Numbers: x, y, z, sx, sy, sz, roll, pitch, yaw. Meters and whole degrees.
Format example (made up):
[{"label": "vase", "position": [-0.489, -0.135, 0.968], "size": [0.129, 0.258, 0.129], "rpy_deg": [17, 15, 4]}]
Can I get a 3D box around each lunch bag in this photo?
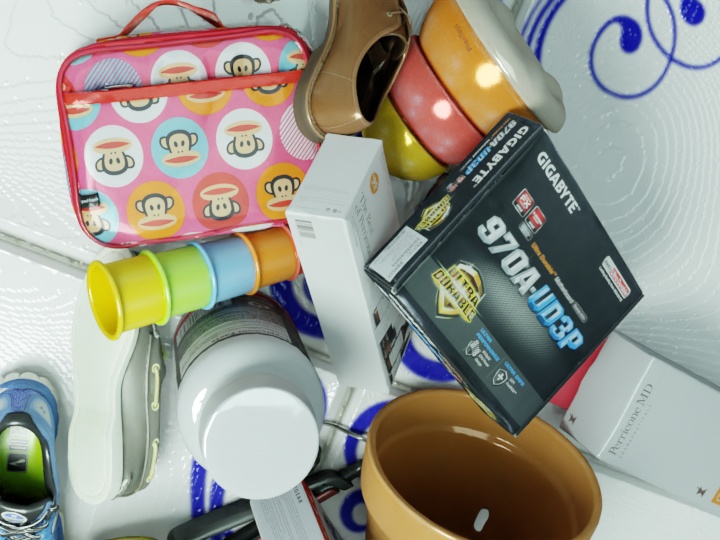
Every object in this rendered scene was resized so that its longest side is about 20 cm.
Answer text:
[{"label": "lunch bag", "position": [-0.129, -0.116, 0.816], "size": [0.197, 0.082, 0.179], "rpy_deg": [-9, 102, -12]}]

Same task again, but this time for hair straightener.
[{"label": "hair straightener", "position": [-0.077, 0.189, 0.918], "size": [0.198, 0.041, 0.078], "rpy_deg": [-26, 108, -4]}]

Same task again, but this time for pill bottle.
[{"label": "pill bottle", "position": [-0.086, 0.091, 0.808], "size": [0.109, 0.200, 0.113], "rpy_deg": [-3, 106, -11]}]

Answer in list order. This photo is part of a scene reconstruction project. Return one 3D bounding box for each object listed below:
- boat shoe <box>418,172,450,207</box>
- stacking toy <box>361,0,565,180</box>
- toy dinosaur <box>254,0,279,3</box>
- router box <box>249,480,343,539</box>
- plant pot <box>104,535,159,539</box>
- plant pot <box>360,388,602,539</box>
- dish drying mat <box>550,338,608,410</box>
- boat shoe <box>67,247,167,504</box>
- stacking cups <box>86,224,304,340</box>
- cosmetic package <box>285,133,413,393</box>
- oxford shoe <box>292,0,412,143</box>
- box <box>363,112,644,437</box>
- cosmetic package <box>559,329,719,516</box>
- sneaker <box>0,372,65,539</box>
[{"label": "boat shoe", "position": [0.138, -0.014, 0.897], "size": [0.198, 0.070, 0.071], "rpy_deg": [25, 102, -16]}, {"label": "stacking toy", "position": [0.048, -0.123, 0.843], "size": [0.199, 0.147, 0.147], "rpy_deg": [-35, 109, 18]}, {"label": "toy dinosaur", "position": [-0.095, -0.258, 0.783], "size": [0.197, 0.077, 0.104], "rpy_deg": [16, 125, 21]}, {"label": "router box", "position": [-0.009, 0.289, 0.854], "size": [0.048, 0.200, 0.181], "rpy_deg": [-30, 124, -2]}, {"label": "plant pot", "position": [-0.192, 0.298, 0.848], "size": [0.197, 0.200, 0.144], "rpy_deg": [-10, 97, -9]}, {"label": "plant pot", "position": [0.085, 0.215, 0.890], "size": [0.197, 0.201, 0.142], "rpy_deg": [8, 118, -14]}, {"label": "dish drying mat", "position": [0.160, 0.071, 0.951], "size": [0.198, 0.018, 0.078], "rpy_deg": [25, 98, -16]}, {"label": "boat shoe", "position": [-0.191, 0.082, 0.858], "size": [0.060, 0.071, 0.205], "rpy_deg": [4, 92, -53]}, {"label": "stacking cups", "position": [-0.111, -0.003, 0.829], "size": [0.198, 0.060, 0.061], "rpy_deg": [-19, 109, -35]}, {"label": "cosmetic package", "position": [0.000, 0.000, 0.816], "size": [0.050, 0.083, 0.201], "rpy_deg": [7, 141, 19]}, {"label": "oxford shoe", "position": [0.014, -0.190, 0.802], "size": [0.071, 0.071, 0.203], "rpy_deg": [28, 70, -44]}, {"label": "box", "position": [0.114, 0.009, 0.803], "size": [0.159, 0.046, 0.200], "rpy_deg": [-46, 127, -7]}, {"label": "cosmetic package", "position": [0.289, 0.144, 0.955], "size": [0.198, 0.071, 0.102], "rpy_deg": [26, 97, -24]}, {"label": "sneaker", "position": [-0.277, 0.190, 0.851], "size": [0.077, 0.089, 0.203], "rpy_deg": [-1, 106, -11]}]
